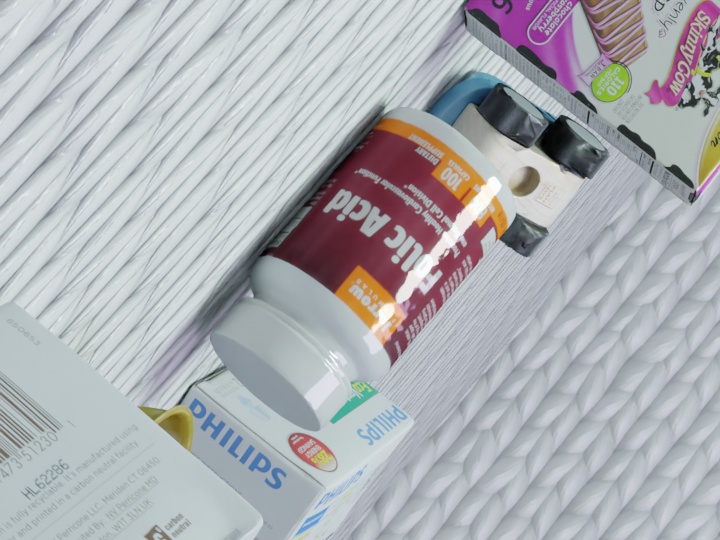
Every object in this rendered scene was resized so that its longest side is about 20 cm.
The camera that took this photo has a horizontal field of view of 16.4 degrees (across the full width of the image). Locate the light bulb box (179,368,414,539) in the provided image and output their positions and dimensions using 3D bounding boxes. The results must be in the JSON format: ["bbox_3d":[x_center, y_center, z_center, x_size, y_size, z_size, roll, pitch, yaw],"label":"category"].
[{"bbox_3d":[-0.088,0.171,1.850,0.200,0.125,0.198,-56,170,21],"label":"light bulb box"}]

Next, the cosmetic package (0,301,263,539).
[{"bbox_3d":[-0.183,0.159,1.152,0.200,0.166,0.167,-56,171,35],"label":"cosmetic package"}]

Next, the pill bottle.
[{"bbox_3d":[0.000,0.000,1.639,0.200,0.114,0.114,-50,172,-17],"label":"pill bottle"}]

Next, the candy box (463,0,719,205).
[{"bbox_3d":[0.186,-0.159,1.665,0.137,0.200,0.061,-51,172,-4],"label":"candy box"}]

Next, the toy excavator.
[{"bbox_3d":[0.109,-0.101,1.884,0.194,0.200,0.100,25,110,-36],"label":"toy excavator"}]

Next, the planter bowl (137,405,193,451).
[{"bbox_3d":[-0.175,0.144,1.361,0.201,0.083,0.201,-59,169,-18],"label":"planter bowl"}]
